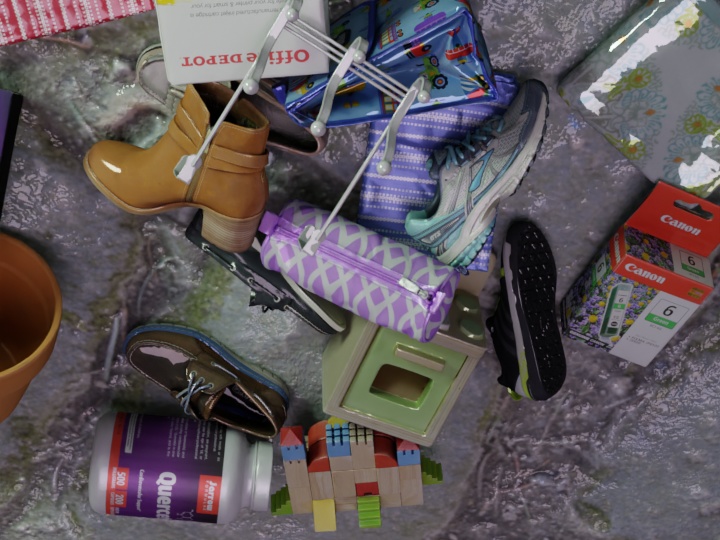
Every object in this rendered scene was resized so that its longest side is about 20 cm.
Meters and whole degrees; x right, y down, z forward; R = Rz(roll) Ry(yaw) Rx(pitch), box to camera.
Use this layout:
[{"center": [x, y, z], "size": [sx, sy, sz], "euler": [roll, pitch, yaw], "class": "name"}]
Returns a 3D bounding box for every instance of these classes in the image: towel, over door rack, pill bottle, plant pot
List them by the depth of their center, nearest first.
[{"center": [-0.050, -0.112, 1.160], "size": [0.147, 0.067, 0.201], "euler": [30, 116, -17], "class": "over door rack"}, {"center": [-0.300, -0.288, 1.249], "size": [0.197, 0.023, 0.146], "euler": [-12, 119, 3], "class": "towel"}, {"center": [0.318, -0.171, 1.324], "size": [0.199, 0.048, 0.171], "euler": [38, 113, -22], "class": "towel"}, {"center": [0.075, -0.102, 1.344], "size": [0.143, 0.024, 0.203], "euler": [7, 105, -5], "class": "towel"}, {"center": [-0.410, 0.074, 1.381], "size": [0.197, 0.202, 0.141], "euler": [12, 137, -9], "class": "plant pot"}, {"center": [-0.199, 0.221, 1.512], "size": [0.197, 0.113, 0.114], "euler": [6, 122, -5], "class": "pill bottle"}]

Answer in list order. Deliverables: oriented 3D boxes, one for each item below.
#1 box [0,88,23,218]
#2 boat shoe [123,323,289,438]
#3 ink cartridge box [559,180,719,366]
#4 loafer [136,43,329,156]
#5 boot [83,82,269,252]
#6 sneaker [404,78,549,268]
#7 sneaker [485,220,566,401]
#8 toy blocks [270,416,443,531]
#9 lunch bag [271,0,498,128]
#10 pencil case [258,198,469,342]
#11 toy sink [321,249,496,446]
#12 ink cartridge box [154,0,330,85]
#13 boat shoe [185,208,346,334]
[{"center": [-0.412, -0.084, 1.291], "size": [0.139, 0.079, 0.203], "euler": [10, 93, -6], "class": "box"}, {"center": [-0.166, 0.122, 1.474], "size": [0.198, 0.073, 0.073], "euler": [23, 118, -15], "class": "boat shoe"}, {"center": [0.302, 0.007, 1.409], "size": [0.108, 0.051, 0.201], "euler": [20, 133, -13], "class": "ink cartridge box"}, {"center": [-0.121, -0.163, 1.306], "size": [0.198, 0.063, 0.072], "euler": [18, 119, -12], "class": "loafer"}, {"center": [-0.174, -0.116, 1.285], "size": [0.199, 0.077, 0.156], "euler": [30, 137, 16], "class": "boot"}, {"center": [0.111, -0.099, 1.299], "size": [0.086, 0.078, 0.202], "euler": [27, 105, -6], "class": "sneaker"}, {"center": [0.161, 0.047, 1.439], "size": [0.082, 0.071, 0.203], "euler": [5, 109, 44], "class": "sneaker"}, {"center": [-0.008, 0.204, 1.497], "size": [0.197, 0.101, 0.138], "euler": [-4, 135, 1], "class": "toy blocks"}, {"center": [0.014, -0.192, 1.241], "size": [0.198, 0.151, 0.095], "euler": [-19, 120, 10], "class": "lunch bag"}, {"center": [0.000, 0.000, 1.317], "size": [0.198, 0.085, 0.085], "euler": [23, 95, 14], "class": "pencil case"}, {"center": [0.054, 0.066, 1.424], "size": [0.129, 0.113, 0.201], "euler": [20, 119, -14], "class": "toy sink"}, {"center": [-0.104, -0.285, 1.183], "size": [0.145, 0.145, 0.202], "euler": [-3, 122, 2], "class": "ink cartridge box"}, {"center": [-0.101, 0.007, 1.402], "size": [0.066, 0.075, 0.199], "euler": [-42, 111, 16], "class": "boat shoe"}]
